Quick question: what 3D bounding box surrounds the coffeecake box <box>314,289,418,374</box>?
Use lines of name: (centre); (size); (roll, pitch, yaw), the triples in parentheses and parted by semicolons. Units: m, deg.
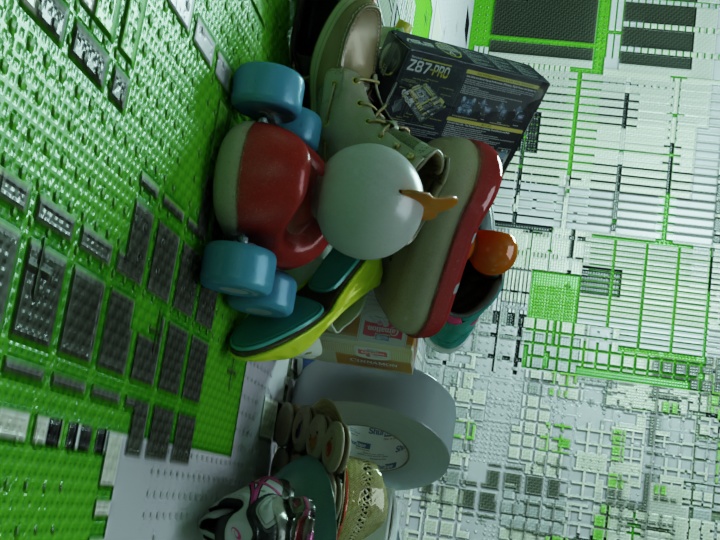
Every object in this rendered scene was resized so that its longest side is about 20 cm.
coffeecake box: (0.000, 0.000, 1.186); (0.073, 0.151, 0.203); (84, 16, -63)

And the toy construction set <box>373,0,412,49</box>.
toy construction set: (0.012, -0.290, 1.123); (0.092, 0.129, 0.204); (58, 40, -77)

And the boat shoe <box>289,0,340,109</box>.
boat shoe: (-0.042, -0.214, 1.058); (0.060, 0.071, 0.205); (-7, 111, -56)

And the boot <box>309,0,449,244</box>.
boot: (0.018, -0.140, 0.986); (0.071, 0.154, 0.203); (-5, 116, -47)

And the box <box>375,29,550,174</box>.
box: (0.084, -0.149, 1.108); (0.049, 0.198, 0.163); (53, -52, 42)

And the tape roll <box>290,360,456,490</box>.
tape roll: (0.012, 0.181, 1.250); (0.202, 0.197, 0.067); (85, 14, -51)

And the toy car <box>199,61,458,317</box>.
toy car: (-0.015, -0.055, 0.905); (0.177, 0.196, 0.188); (60, 38, -75)

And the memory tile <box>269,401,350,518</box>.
memory tile: (-0.061, 0.221, 1.107); (0.200, 0.017, 0.156); (-178, -81, -69)

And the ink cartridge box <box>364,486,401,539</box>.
ink cartridge box: (-0.026, 0.326, 1.290); (0.201, 0.143, 0.086); (83, 15, -57)

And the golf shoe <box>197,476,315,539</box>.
golf shoe: (-0.102, 0.221, 0.962); (0.200, 0.091, 0.074); (151, -52, -73)

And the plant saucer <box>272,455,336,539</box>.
plant saucer: (-0.079, 0.282, 1.050); (0.200, 0.035, 0.203); (-168, -90, -68)

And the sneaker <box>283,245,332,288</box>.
sneaker: (-0.059, -0.043, 1.096); (0.081, 0.075, 0.202); (55, 41, -40)

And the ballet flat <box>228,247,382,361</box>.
ballet flat: (-0.043, 0.042, 1.014); (0.200, 0.066, 0.068); (-43, 133, -35)

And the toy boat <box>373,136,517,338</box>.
toy boat: (0.098, -0.030, 1.065); (0.131, 0.129, 0.203); (-120, -137, -61)

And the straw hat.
straw hat: (-0.017, 0.242, 1.124); (0.201, 0.084, 0.205); (-168, -90, -68)

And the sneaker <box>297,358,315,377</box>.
sneaker: (-0.007, 0.112, 1.348); (0.199, 0.113, 0.082); (-10, 108, -81)

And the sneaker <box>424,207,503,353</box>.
sneaker: (0.117, -0.018, 1.186); (0.121, 0.082, 0.203); (111, -9, -71)
